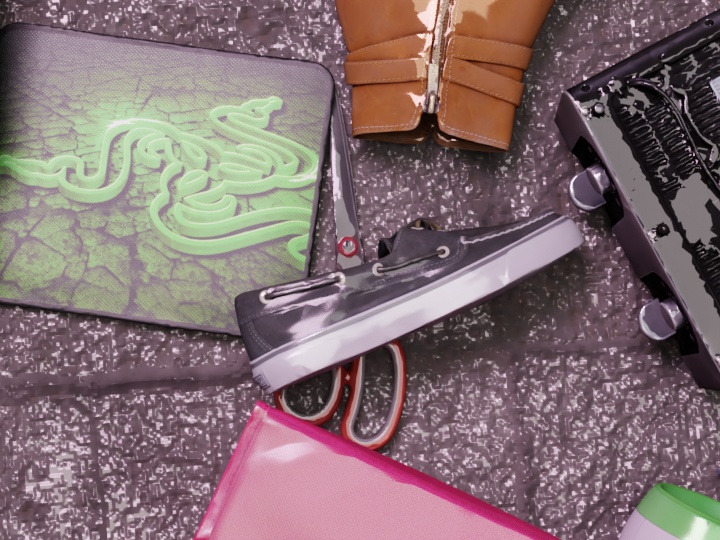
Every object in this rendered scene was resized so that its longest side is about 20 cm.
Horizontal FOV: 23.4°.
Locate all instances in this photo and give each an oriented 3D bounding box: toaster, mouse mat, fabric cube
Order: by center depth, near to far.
[{"bbox_3d":[0.000,0.196,0.862,0.199,0.196,0.201,25,83,2],"label":"fabric cube"},{"bbox_3d":[0.222,-0.055,0.940,0.199,0.119,0.181,-28,86,-5],"label":"toaster"},{"bbox_3d":[-0.121,-0.051,0.974,0.199,0.008,0.162,8,83,0],"label":"mouse mat"}]

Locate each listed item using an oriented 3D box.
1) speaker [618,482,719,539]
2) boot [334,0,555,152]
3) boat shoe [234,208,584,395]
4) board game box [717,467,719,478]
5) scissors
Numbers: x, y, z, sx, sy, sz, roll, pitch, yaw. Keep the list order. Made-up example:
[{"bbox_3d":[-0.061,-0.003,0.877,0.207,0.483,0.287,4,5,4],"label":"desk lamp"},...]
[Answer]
[{"bbox_3d":[0.148,0.217,0.907,0.088,0.088,0.201,22,95,0],"label":"speaker"},{"bbox_3d":[0.086,-0.143,0.970,0.199,0.074,0.156,0,82,9],"label":"boot"},{"bbox_3d":[0.027,0.004,0.941,0.199,0.069,0.057,-23,85,-14],"label":"boat shoe"},{"bbox_3d":[0.299,0.161,0.948,0.200,0.062,0.200,-35,87,-6],"label":"board game box"},{"bbox_3d":[0.000,0.000,0.978,0.073,0.014,0.201,10,82,1],"label":"scissors"}]
